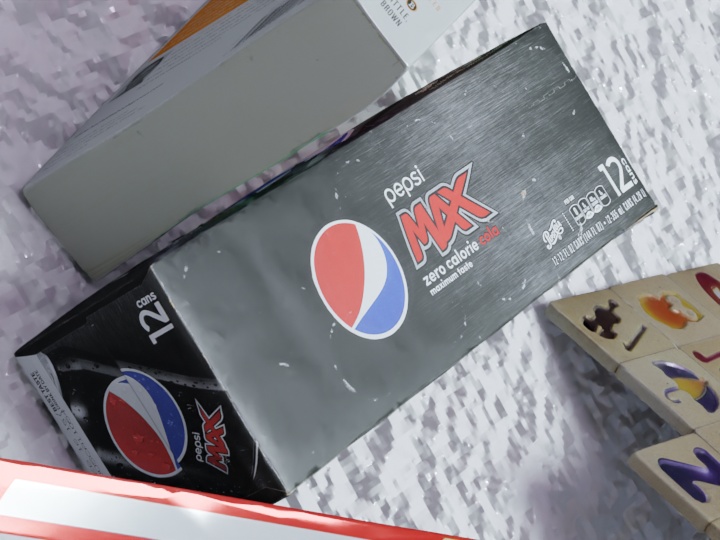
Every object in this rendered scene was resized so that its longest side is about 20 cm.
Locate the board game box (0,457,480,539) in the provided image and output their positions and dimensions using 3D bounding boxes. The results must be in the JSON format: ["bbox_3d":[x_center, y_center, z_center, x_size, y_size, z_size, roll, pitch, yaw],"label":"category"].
[{"bbox_3d":[-0.036,0.127,0.519,0.199,0.046,0.152,14,82,-39],"label":"board game box"}]

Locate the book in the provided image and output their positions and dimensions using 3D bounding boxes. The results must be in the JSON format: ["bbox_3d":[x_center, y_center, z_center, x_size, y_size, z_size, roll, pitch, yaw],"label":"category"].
[{"bbox_3d":[0.005,-0.085,0.643,0.048,0.133,0.200,53,43,-10],"label":"book"}]

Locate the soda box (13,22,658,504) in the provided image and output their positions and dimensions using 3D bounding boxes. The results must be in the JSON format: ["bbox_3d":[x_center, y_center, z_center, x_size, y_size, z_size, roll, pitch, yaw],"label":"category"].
[{"bbox_3d":[0.000,0.000,0.644,0.200,0.063,0.071,-34,94,-49],"label":"soda box"}]

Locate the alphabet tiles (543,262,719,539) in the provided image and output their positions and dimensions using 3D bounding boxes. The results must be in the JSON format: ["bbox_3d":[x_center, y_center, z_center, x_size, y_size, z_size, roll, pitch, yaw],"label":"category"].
[{"bbox_3d":[0.156,0.064,0.727,0.167,0.008,0.200,-11,44,-47],"label":"alphabet tiles"}]
